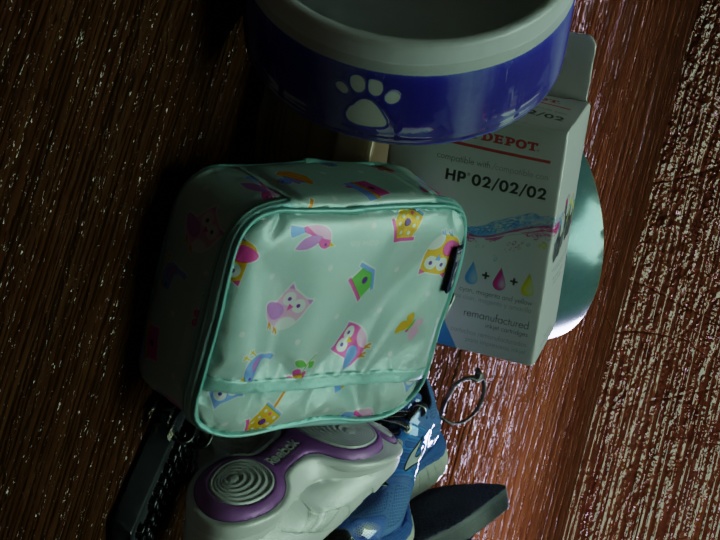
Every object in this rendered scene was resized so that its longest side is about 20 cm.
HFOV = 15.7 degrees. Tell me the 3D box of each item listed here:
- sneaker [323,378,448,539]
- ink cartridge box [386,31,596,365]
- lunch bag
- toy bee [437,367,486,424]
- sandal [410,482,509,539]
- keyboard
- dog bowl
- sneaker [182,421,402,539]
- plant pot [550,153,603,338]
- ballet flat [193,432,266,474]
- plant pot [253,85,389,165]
[{"bbox_3d":[0.007,0.128,1.778,0.200,0.078,0.090,-59,147,-61],"label":"sneaker"},{"bbox_3d":[0.076,-0.054,1.644,0.068,0.114,0.202,-50,150,-64],"label":"ink cartridge box"},{"bbox_3d":[-0.030,0.019,1.553,0.199,0.077,0.162,-2,114,-41],"label":"lunch bag"},{"bbox_3d":[-0.007,0.047,1.882,0.131,0.109,0.200,-38,141,-10],"label":"toy bee"},{"bbox_3d":[0.026,0.201,1.779,0.200,0.076,0.043,-33,114,-37],"label":"sandal"},{"bbox_3d":[-0.102,0.100,1.606,0.104,0.039,0.201,88,18,-51],"label":"keyboard"},{"bbox_3d":[0.028,-0.168,1.550,0.079,0.199,0.201,95,15,-44],"label":"dog bowl"},{"bbox_3d":[-0.051,0.148,1.662,0.199,0.075,0.100,-23,137,-49],"label":"sneaker"},{"bbox_3d":[0.067,-0.031,1.961,0.134,0.200,0.202,-15,125,-33],"label":"plant pot"},{"bbox_3d":[-0.057,0.106,1.747,0.200,0.071,0.072,-33,135,-75],"label":"ballet flat"},{"bbox_3d":[-0.011,-0.093,1.697,0.201,0.092,0.203,13,90,-77],"label":"plant pot"}]
